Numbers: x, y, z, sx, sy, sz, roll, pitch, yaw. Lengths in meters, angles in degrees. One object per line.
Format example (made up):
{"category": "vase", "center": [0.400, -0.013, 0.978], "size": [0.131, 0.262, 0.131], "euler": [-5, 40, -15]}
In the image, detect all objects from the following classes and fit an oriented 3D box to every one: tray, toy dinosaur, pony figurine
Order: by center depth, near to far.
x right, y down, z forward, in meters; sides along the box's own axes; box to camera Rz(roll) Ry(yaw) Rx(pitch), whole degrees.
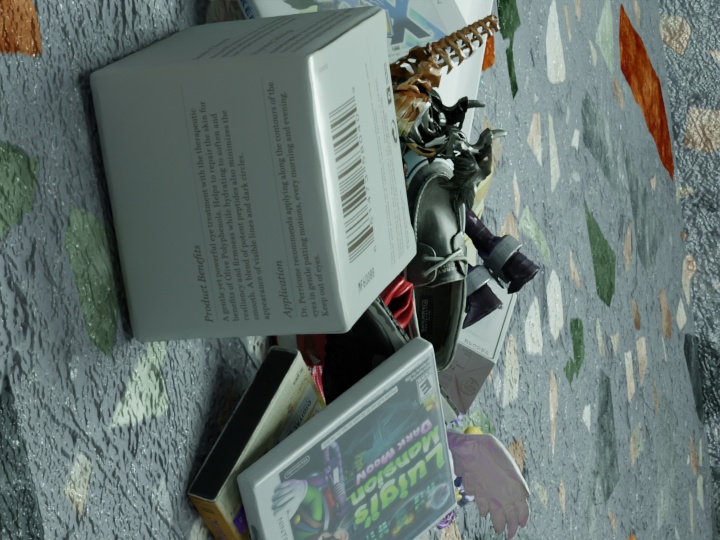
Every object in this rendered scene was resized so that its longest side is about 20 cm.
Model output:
{"category": "toy dinosaur", "center": [0.039, -0.116, 1.648], "size": [0.135, 0.199, 0.103], "euler": [28, 44, -37]}
{"category": "tray", "center": [0.075, -0.202, 1.792], "size": [0.107, 0.022, 0.202], "euler": [34, 63, -58]}
{"category": "pony figurine", "center": [0.067, 0.179, 1.954], "size": [0.194, 0.166, 0.200], "euler": [66, 13, 9]}

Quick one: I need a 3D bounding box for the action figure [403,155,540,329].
{"category": "action figure", "center": [0.069, -0.052, 1.879], "size": [0.130, 0.069, 0.201], "euler": [-36, 91, -23]}

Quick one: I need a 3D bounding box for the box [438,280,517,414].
{"category": "box", "center": [0.077, 0.051, 1.970], "size": [0.060, 0.116, 0.200], "euler": [-62, -179, 21]}

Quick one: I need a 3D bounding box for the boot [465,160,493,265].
{"category": "boot", "center": [0.098, -0.016, 2.165], "size": [0.200, 0.071, 0.156], "euler": [-54, 136, -55]}

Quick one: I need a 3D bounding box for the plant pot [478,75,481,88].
{"category": "plant pot", "center": [-0.001, -0.177, 1.811], "size": [0.200, 0.140, 0.142], "euler": [-55, 138, -53]}

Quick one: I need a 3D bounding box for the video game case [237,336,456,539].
{"category": "video game case", "center": [-0.005, 0.176, 1.656], "size": [0.200, 0.023, 0.183], "euler": [-37, 136, -29]}

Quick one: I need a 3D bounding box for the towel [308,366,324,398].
{"category": "towel", "center": [-0.036, 0.154, 1.814], "size": [0.201, 0.022, 0.145], "euler": [-74, 153, -46]}

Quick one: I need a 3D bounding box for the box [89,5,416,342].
{"category": "box", "center": [-0.072, -0.073, 1.519], "size": [0.200, 0.170, 0.201], "euler": [-46, 130, -67]}

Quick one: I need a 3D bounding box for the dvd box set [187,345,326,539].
{"category": "dvd box set", "center": [-0.060, 0.177, 1.664], "size": [0.147, 0.029, 0.201], "euler": [-61, 146, -28]}

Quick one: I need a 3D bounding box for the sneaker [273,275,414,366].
{"category": "sneaker", "center": [0.000, 0.000, 1.801], "size": [0.079, 0.114, 0.201], "euler": [60, 33, -52]}

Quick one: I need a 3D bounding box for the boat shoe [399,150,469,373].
{"category": "boat shoe", "center": [0.067, -0.006, 1.798], "size": [0.071, 0.071, 0.202], "euler": [-135, -144, -56]}

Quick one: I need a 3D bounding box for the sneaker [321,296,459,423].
{"category": "sneaker", "center": [-0.001, 0.074, 1.692], "size": [0.201, 0.087, 0.076], "euler": [55, 0, -29]}

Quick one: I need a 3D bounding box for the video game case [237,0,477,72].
{"category": "video game case", "center": [-0.017, -0.236, 1.684], "size": [0.199, 0.022, 0.184], "euler": [-17, 77, -37]}
